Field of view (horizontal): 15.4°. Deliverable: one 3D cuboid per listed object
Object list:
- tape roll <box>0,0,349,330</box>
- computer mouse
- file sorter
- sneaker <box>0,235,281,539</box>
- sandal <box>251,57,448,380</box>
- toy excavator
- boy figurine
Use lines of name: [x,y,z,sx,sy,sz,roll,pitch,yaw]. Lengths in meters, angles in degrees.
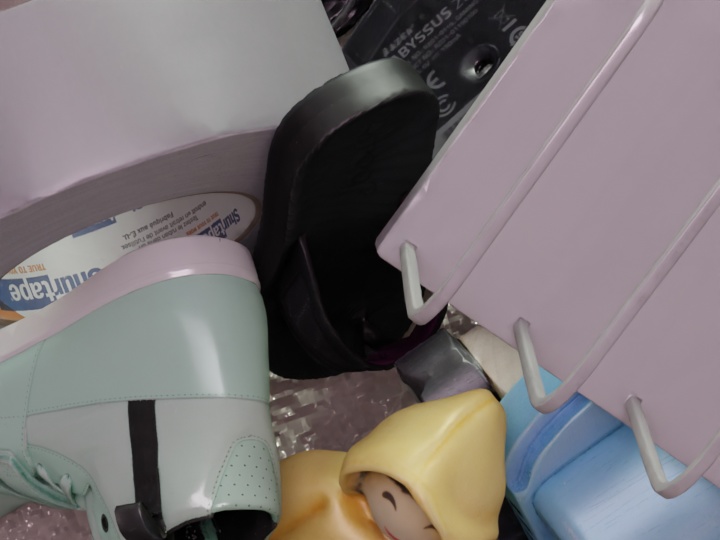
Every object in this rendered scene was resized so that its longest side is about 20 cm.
tape roll: [-0.095,-0.032,0.941,0.200,0.200,0.066,-23,76,0]
computer mouse: [0.052,-0.078,0.989,0.138,0.053,0.200,-38,47,7]
file sorter: [0.127,0.006,0.825,0.200,0.125,0.139,34,101,-9]
sneaker: [-0.104,0.081,0.938,0.200,0.074,0.118,-34,57,40]
sandal: [-0.001,0.000,0.931,0.075,0.200,0.048,-30,68,-13]
toy excavator: [0.118,0.109,0.951,0.100,0.195,0.200,-33,53,-3]
boy figurine: [-0.001,0.117,0.927,0.124,0.200,0.064,45,43,7]
